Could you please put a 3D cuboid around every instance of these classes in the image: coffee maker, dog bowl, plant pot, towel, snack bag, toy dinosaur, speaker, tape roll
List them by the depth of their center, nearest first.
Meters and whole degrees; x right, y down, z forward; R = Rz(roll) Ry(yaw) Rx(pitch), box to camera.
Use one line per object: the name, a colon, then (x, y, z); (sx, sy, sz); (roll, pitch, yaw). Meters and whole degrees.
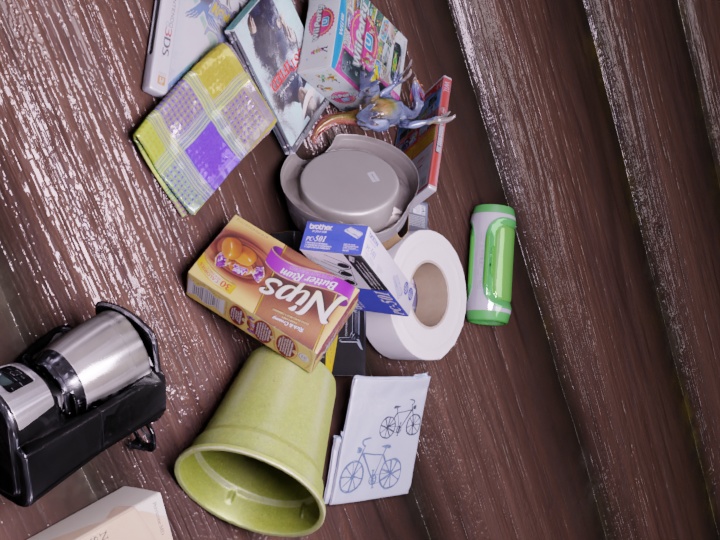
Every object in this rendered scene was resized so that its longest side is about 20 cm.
coffee maker: (-0.314, 0.162, 1.061); (0.199, 0.133, 0.196); (-33, 112, -44)
plant pot: (-0.115, 0.208, 1.261); (0.201, 0.197, 0.186); (51, 41, -33)
towel: (-0.199, -0.186, 1.274); (0.201, 0.022, 0.145); (-51, 129, -29)
dog bowl: (-0.016, -0.110, 1.386); (0.200, 0.197, 0.059); (-47, 154, -39)
toy dinosaur: (0.034, -0.247, 1.443); (0.181, 0.196, 0.107); (6, 70, -75)
snack bag: (0.027, 0.253, 1.493); (0.186, 0.021, 0.205); (5, 97, -47)
tape roll: (0.084, 0.040, 1.542); (0.200, 0.070, 0.208); (5, 83, -49)
speaker: (0.230, -0.009, 1.726); (0.088, 0.087, 0.205); (15, 76, -46)

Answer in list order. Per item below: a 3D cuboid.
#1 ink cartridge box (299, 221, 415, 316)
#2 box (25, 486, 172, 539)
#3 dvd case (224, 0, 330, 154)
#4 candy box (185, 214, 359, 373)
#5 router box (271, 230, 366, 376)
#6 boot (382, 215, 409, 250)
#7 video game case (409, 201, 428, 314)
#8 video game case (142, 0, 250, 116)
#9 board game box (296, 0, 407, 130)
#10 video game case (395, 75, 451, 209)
ink cartridge box: (0.000, 0.000, 1.334); (0.200, 0.092, 0.045); (51, 50, -57)
box: (-0.310, 0.328, 1.094); (0.198, 0.077, 0.097); (-25, 105, -46)
dvd case: (-0.110, -0.289, 1.380); (0.147, 0.022, 0.202); (-60, 138, -40)
candy box: (-0.114, 0.029, 1.267); (0.117, 0.198, 0.057); (-53, 169, -35)
router box: (-0.059, 0.052, 1.416); (0.155, 0.052, 0.205); (7, 82, -47)
boot: (0.040, -0.118, 1.487); (0.073, 0.075, 0.204); (31, 45, -41)
video game case: (0.058, -0.020, 1.581); (0.141, 0.019, 0.205); (10, 81, -47)
video game case: (-0.196, -0.296, 1.311); (0.198, 0.022, 0.187); (18, 74, -47)
board game box: (-0.008, -0.323, 1.471); (0.199, 0.063, 0.151); (29, 64, -54)
video game case: (0.088, -0.185, 1.521); (0.017, 0.143, 0.204); (20, 63, -21)
